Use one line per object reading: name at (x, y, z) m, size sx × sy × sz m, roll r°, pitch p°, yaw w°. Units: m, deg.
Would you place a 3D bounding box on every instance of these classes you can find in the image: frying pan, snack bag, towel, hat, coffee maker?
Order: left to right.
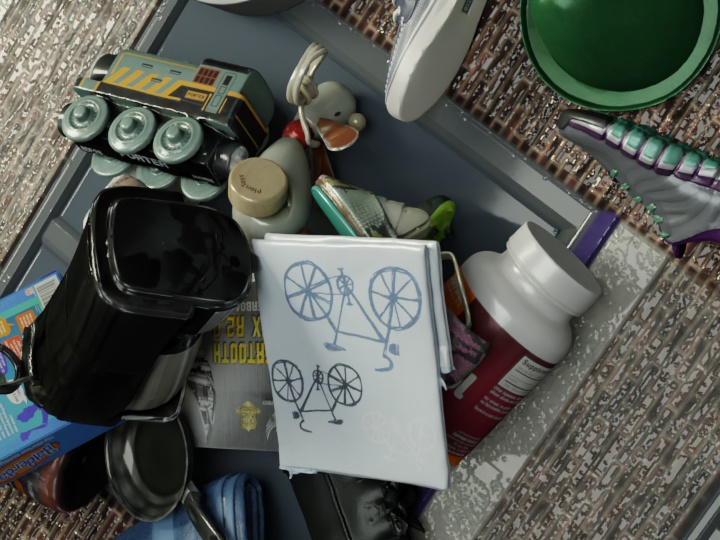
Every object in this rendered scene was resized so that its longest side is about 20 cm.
coffee maker at (-0.202, 0.037, 1.497) m, size 0.135 × 0.191 × 0.200 m, roll 59°, pitch 145°, yaw 19°
towel at (-0.168, 0.258, 1.627) m, size 0.199 × 0.048 × 0.112 m, roll -31°, pitch 47°, yaw 27°
frying pan at (-0.158, 0.169, 1.597) m, size 0.189 × 0.031 × 0.116 m, roll 16°, pitch 102°, yaw 42°
snack bag at (-0.003, 0.072, 1.442) m, size 0.187 × 0.021 × 0.202 m, roll 2°, pitch 103°, yaw 40°
hat at (0.169, -0.217, 1.447) m, size 0.198 × 0.176 × 0.168 m, roll 7°, pitch 92°, yaw 23°

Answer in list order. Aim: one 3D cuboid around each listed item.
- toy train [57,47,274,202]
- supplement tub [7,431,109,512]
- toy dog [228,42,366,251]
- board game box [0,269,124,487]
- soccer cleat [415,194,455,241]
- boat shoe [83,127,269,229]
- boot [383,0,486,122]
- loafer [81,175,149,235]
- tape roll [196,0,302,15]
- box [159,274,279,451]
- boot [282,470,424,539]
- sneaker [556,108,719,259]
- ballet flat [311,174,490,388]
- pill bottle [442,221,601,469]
toy train at (-0.168, -0.132, 1.590) m, size 0.199 × 0.085 × 0.115 m, roll 15°, pitch 66°, yaw 32°
supplement tub at (-0.324, 0.136, 1.695) m, size 0.199 × 0.107 × 0.108 m, roll 24°, pitch 98°, yaw 23°
toy dog at (-0.041, -0.077, 1.542) m, size 0.096 × 0.132 × 0.201 m, roll 28°, pitch 73°, yaw 9°
board game box at (-0.322, 0.110, 1.621) m, size 0.199 × 0.045 × 0.153 m, roll -27°, pitch 59°, yaw -6°
soccer cleat at (0.000, 0.000, 1.579) m, size 0.081 × 0.067 × 0.200 m, roll 48°, pitch 109°, yaw 18°
boat shoe at (-0.174, -0.098, 1.658) m, size 0.199 × 0.072 × 0.069 m, roll -37°, pitch 59°, yaw 22°
boot at (0.052, -0.231, 1.565) m, size 0.090 × 0.073 × 0.201 m, roll 28°, pitch 92°, yaw 28°
loafer at (-0.225, -0.013, 1.634) m, size 0.063 × 0.072 × 0.201 m, roll 46°, pitch 143°, yaw 27°
tape roll at (-0.103, -0.330, 1.630) m, size 0.198 × 0.066 × 0.203 m, roll 0°, pitch 89°, yaw 24°
box at (-0.095, 0.074, 1.592) m, size 0.199 × 0.048 × 0.160 m, roll -2°, pitch 87°, yaw 45°
boot at (-0.029, 0.236, 1.583) m, size 0.197 × 0.073 × 0.164 m, roll -24°, pitch 77°, yaw 23°
sneaker at (0.237, -0.062, 1.473) m, size 0.199 × 0.074 × 0.088 m, roll 25°, pitch 103°, yaw 21°
ballet flat at (0.038, -0.003, 1.457) m, size 0.071 × 0.069 × 0.201 m, roll -31°, pitch 72°, yaw -3°
pill bottle at (0.098, 0.060, 1.508) m, size 0.200 × 0.113 × 0.113 m, roll -47°, pitch 72°, yaw 15°
